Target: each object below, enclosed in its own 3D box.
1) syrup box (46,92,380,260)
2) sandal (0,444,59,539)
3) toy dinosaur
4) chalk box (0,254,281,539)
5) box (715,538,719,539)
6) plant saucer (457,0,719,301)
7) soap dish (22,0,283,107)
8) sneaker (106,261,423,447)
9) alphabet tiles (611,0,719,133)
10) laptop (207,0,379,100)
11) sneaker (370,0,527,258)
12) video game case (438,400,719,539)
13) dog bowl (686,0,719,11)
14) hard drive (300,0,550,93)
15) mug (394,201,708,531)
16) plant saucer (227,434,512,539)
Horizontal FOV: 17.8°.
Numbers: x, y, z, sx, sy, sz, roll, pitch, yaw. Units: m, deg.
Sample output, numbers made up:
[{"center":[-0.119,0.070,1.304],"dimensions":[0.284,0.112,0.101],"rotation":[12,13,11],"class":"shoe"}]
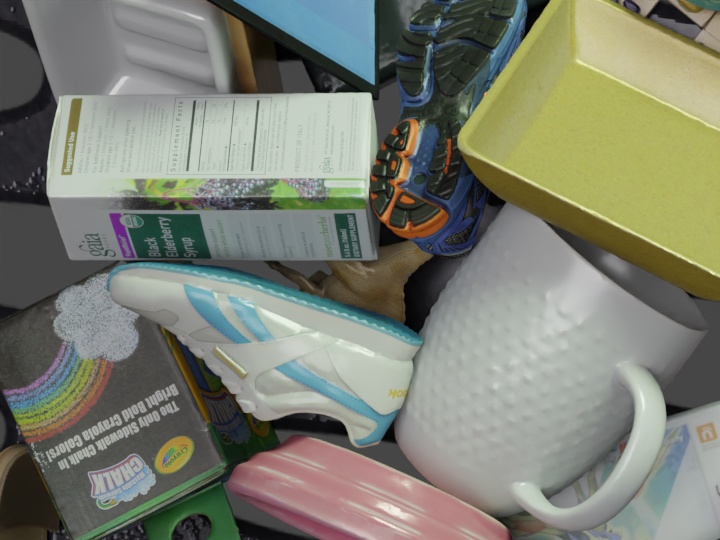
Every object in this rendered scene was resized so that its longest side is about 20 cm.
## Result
[{"center":[-0.089,-0.057,1.431],"dimensions":[0.199,0.079,0.082],"rotation":[-1,59,5],"class":"syrup box"},{"center":[-0.261,0.223,1.599],"dimensions":[0.069,0.077,0.213],"rotation":[10,88,47],"class":"sandal"},{"center":[0.000,0.000,1.501],"dimensions":[0.200,0.058,0.101],"rotation":[-41,79,38],"class":"toy dinosaur"},{"center":[-0.141,0.102,1.519],"dimensions":[0.124,0.124,0.201],"rotation":[-27,86,14],"class":"chalk box"},{"center":[0.212,0.281,1.423],"dimensions":[0.141,0.079,0.201],"rotation":[-21,100,14],"class":"box"},{"center":[0.173,-0.069,1.389],"dimensions":[0.199,0.200,0.049],"rotation":[26,133,8],"class":"plant saucer"},{"center":[-0.129,-0.151,1.476],"dimensions":[0.157,0.200,0.081],"rotation":[17,63,15],"class":"soap dish"},{"center":[-0.067,0.046,1.412],"dimensions":[0.199,0.076,0.081],"rotation":[18,96,11],"class":"sneaker"},{"center":[0.212,-0.094,1.464],"dimensions":[0.200,0.008,0.167],"rotation":[40,100,12],"class":"alphabet tiles"},{"center":[-0.011,-0.240,1.392],"dimensions":[0.200,0.177,0.103],"rotation":[-53,42,11],"class":"laptop"},{"center":[0.059,-0.095,1.424],"dimensions":[0.075,0.079,0.201],"rotation":[6,62,28],"class":"sneaker"},{"center":[0.168,0.199,1.483],"dimensions":[0.199,0.022,0.183],"rotation":[-18,87,16],"class":"video game case"},{"center":[0.266,-0.209,1.394],"dimensions":[0.199,0.050,0.112],"rotation":[9,96,17],"class":"dog bowl"},{"center":[0.037,-0.209,1.499],"dimensions":[0.199,0.033,0.140],"rotation":[-25,85,15],"class":"hard drive"},{"center":[0.117,0.073,1.412],"dimensions":[0.176,0.147,0.200],"rotation":[-54,40,15],"class":"mug"},{"center":[0.016,0.155,1.430],"dimensions":[0.200,0.201,0.051],"rotation":[23,81,14],"class":"plant saucer"}]
